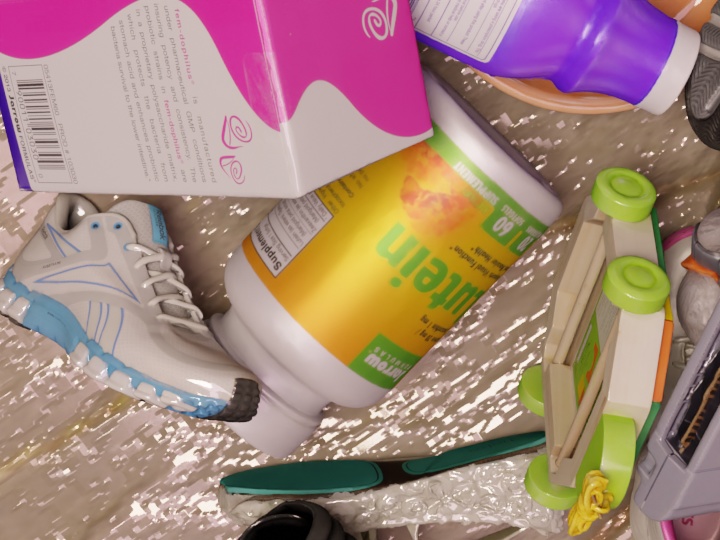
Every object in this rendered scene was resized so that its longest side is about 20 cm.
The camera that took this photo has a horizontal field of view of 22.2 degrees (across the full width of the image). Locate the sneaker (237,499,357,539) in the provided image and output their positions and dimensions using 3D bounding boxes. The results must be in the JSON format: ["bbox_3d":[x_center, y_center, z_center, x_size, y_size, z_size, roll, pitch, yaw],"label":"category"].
[{"bbox_3d":[-0.035,0.169,0.976,0.099,0.200,0.071,44,65,-11],"label":"sneaker"}]

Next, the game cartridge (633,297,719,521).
[{"bbox_3d":[0.218,0.034,0.871,0.133,0.041,0.201,-7,131,-36],"label":"game cartridge"}]

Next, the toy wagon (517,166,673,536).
[{"bbox_3d":[0.120,0.052,0.930,0.039,0.201,0.156,9,131,-7],"label":"toy wagon"}]

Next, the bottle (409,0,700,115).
[{"bbox_3d":[0.071,-0.140,0.910,0.199,0.065,0.084,24,108,-9],"label":"bottle"}]

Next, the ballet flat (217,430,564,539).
[{"bbox_3d":[0.021,0.134,1.014,0.199,0.072,0.072,-8,106,1],"label":"ballet flat"}]

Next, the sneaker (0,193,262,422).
[{"bbox_3d":[-0.115,0.011,0.930,0.075,0.200,0.087,23,94,-49],"label":"sneaker"}]

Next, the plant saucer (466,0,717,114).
[{"bbox_3d":[0.121,-0.183,0.954,0.199,0.037,0.201,-1,106,-3],"label":"plant saucer"}]

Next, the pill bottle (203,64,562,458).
[{"bbox_3d":[0.000,0.000,0.959,0.111,0.111,0.200,42,100,-12],"label":"pill bottle"}]

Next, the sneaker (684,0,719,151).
[{"bbox_3d":[0.249,-0.138,0.934,0.115,0.075,0.201,22,97,-43],"label":"sneaker"}]

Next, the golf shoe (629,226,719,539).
[{"bbox_3d":[0.190,0.079,1.001,0.075,0.092,0.201,-2,104,-1],"label":"golf shoe"}]

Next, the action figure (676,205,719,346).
[{"bbox_3d":[0.243,-0.022,0.943,0.193,0.105,0.200,-42,141,9],"label":"action figure"}]

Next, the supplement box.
[{"bbox_3d":[-0.077,-0.097,0.880,0.103,0.199,0.102,-26,112,-42],"label":"supplement box"}]
